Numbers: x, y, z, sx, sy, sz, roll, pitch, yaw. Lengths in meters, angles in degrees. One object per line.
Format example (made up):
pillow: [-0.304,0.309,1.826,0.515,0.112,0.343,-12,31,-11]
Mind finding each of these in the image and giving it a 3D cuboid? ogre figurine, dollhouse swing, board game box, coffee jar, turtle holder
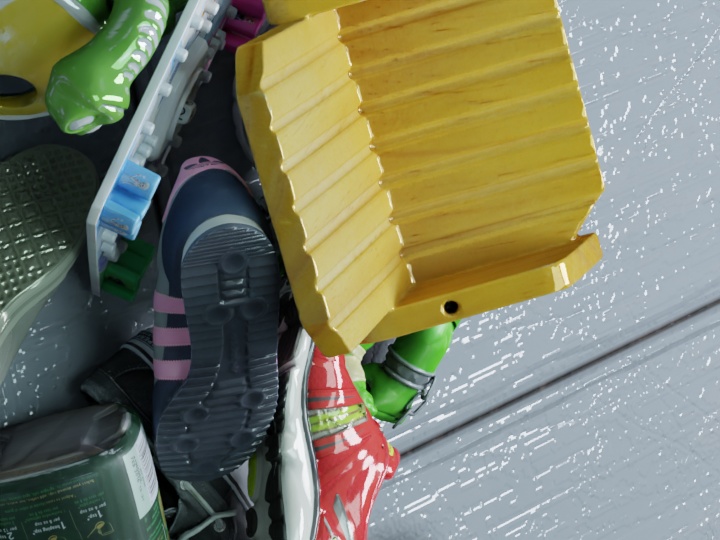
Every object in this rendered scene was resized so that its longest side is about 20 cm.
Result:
ogre figurine: [0.000,0.000,1.617,0.120,0.098,0.200,-45,110,0]
dollhouse swing: [0.038,-0.068,1.468,0.181,0.176,0.201,-15,99,2]
board game box: [-0.094,-0.090,1.472,0.026,0.200,0.201,24,77,1]
coffee jar: [-0.144,0.181,1.512,0.104,0.085,0.201,-13,110,7]
turtle holder: [-0.164,-0.137,1.408,0.132,0.186,0.141,-44,164,-3]

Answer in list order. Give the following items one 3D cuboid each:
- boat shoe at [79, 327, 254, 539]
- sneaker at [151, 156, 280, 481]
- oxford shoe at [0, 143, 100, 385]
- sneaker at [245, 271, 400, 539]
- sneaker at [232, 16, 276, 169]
boat shoe: [-0.095,0.132,1.569,0.068,0.073,0.200,-38,117,-22]
sneaker: [-0.081,0.027,1.478,0.070,0.082,0.201,-3,134,-17]
oxford shoe: [-0.205,0.017,1.474,0.058,0.075,0.201,94,21,-64]
sneaker: [-0.019,0.090,1.532,0.084,0.077,0.201,6,80,-25]
sneaker: [-0.006,-0.142,1.596,0.075,0.082,0.201,39,72,-36]
